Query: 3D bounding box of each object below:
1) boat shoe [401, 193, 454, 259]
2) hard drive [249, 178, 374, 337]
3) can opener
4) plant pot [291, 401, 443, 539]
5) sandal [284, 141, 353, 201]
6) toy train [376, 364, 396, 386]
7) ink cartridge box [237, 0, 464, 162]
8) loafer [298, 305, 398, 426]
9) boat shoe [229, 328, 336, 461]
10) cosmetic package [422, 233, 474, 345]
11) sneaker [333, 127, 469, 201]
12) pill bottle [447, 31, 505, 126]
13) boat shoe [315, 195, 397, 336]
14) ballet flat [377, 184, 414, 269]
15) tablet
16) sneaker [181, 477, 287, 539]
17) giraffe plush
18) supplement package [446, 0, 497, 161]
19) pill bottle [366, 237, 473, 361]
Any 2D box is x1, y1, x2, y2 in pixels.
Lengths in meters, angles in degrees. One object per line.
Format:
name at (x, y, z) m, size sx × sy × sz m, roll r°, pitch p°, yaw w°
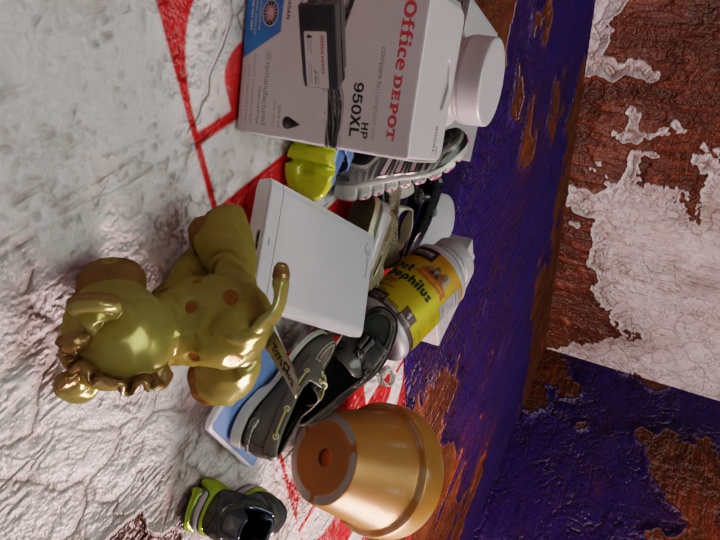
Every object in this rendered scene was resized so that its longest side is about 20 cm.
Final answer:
boat shoe at (0.112, -0.042, 1.064) m, size 0.070 × 0.065 × 0.205 m, roll 9°, pitch 99°, yaw -28°
hard drive at (-0.054, -0.006, 0.684) m, size 0.199 × 0.026 × 0.136 m, roll 24°, pitch 70°, yaw -53°
can opener at (0.095, -0.090, 0.954) m, size 0.077 × 0.064 × 0.203 m, roll -21°, pitch 144°, yaw -32°
plant pot at (-0.001, 0.292, 0.888) m, size 0.182 × 0.197 × 0.205 m, roll 31°, pitch 75°, yaw -48°
sandal at (-0.036, -0.186, 0.680) m, size 0.087 × 0.078 × 0.205 m, roll -28°, pitch 136°, yaw -62°
toy train at (0.064, 0.087, 0.976) m, size 0.149 × 0.055 × 0.204 m, roll 34°, pitch 72°, yaw -30°
ink cartridge box at (-0.014, -0.193, 0.567) m, size 0.084 × 0.196 × 0.149 m, roll -18°, pitch 119°, yaw -60°
loafer at (-0.020, 0.137, 0.796) m, size 0.201 × 0.072 × 0.063 m, roll -51°, pitch 174°, yaw 13°
boat shoe at (-0.076, 0.145, 0.705) m, size 0.202 × 0.059 × 0.073 m, roll -48°, pitch 156°, yaw -51°
cosmetic package at (0.156, 0.032, 1.177) m, size 0.202 × 0.083 × 0.109 m, roll -58°, pitch 150°, yaw -34°
sneaker at (0.049, -0.161, 0.775) m, size 0.074 × 0.195 × 0.089 m, roll -112°, pitch -175°, yaw -62°
pill bottle at (0.066, -0.237, 0.711) m, size 0.114 × 0.196 × 0.117 m, roll -41°, pitch 139°, yaw -49°
boat shoe at (0.000, 0.000, 0.819) m, size 0.068 × 0.074 × 0.204 m, roll 23°, pitch 89°, yaw -43°
ballet flat at (0.046, -0.094, 0.890) m, size 0.073 × 0.068 × 0.204 m, roll -11°, pitch 123°, yaw -18°
tablet at (-0.122, 0.153, 0.698) m, size 0.132 × 0.013 × 0.201 m, roll -61°, pitch 163°, yaw -25°
sneaker at (-0.135, 0.308, 0.718) m, size 0.075 × 0.079 × 0.200 m, roll -68°, pitch 154°, yaw -13°
giraffe plush at (-0.159, 0.044, 0.471) m, size 0.159 × 0.199 × 0.177 m, roll -3°, pitch 112°, yaw -33°
supplement package at (0.119, -0.287, 0.899) m, size 0.155 × 0.109 × 0.205 m, roll -1°, pitch 105°, yaw -63°
pill bottle at (0.086, 0.036, 0.896) m, size 0.199 × 0.108 × 0.111 m, roll -40°, pitch 139°, yaw -30°
